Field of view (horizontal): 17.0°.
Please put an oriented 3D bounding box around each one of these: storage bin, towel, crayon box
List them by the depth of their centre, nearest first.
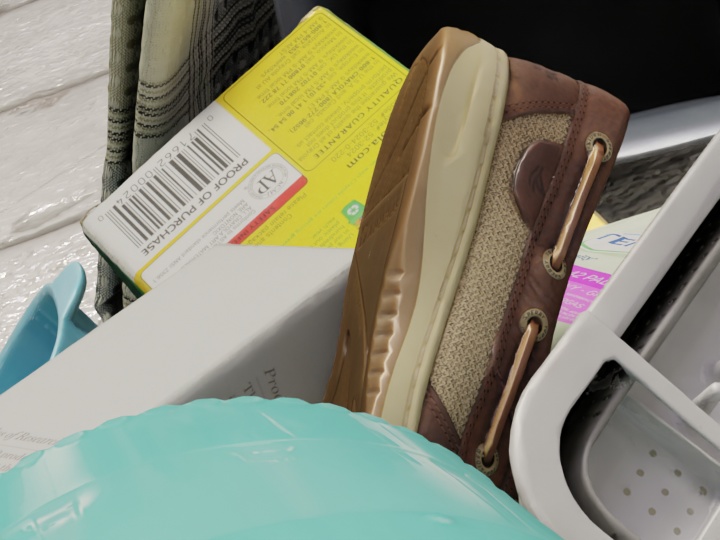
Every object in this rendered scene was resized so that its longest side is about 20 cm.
[{"bbox_3d":[0.000,0.000,0.843,0.127,0.051,0.200,-42,42,-6],"label":"crayon box"},{"bbox_3d":[-0.044,-0.099,0.984,0.034,0.201,0.193,21,38,20],"label":"towel"},{"bbox_3d":[0.072,-0.108,0.995,0.198,0.147,0.134,-13,-1,6],"label":"storage bin"}]

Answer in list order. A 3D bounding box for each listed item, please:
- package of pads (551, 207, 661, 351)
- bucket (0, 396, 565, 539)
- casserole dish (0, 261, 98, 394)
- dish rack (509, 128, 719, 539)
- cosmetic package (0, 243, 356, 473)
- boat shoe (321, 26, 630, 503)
[{"bbox_3d":[0.127,0.024,0.707,0.199,0.069,0.154,-17,18,-28],"label":"package of pads"},{"bbox_3d":[-0.012,0.129,0.446,0.206,0.209,0.135,-23,21,-7],"label":"bucket"},{"bbox_3d":[-0.118,0.094,0.720,0.201,0.039,0.121,-62,14,4],"label":"casserole dish"},{"bbox_3d":[0.135,0.043,0.581,0.200,0.171,0.044,-50,-4,-34],"label":"dish rack"},{"bbox_3d":[-0.067,0.084,0.627,0.071,0.102,0.200,4,31,48],"label":"cosmetic package"},{"bbox_3d":[0.028,0.041,0.604,0.071,0.202,0.072,16,-18,-12],"label":"boat shoe"}]
